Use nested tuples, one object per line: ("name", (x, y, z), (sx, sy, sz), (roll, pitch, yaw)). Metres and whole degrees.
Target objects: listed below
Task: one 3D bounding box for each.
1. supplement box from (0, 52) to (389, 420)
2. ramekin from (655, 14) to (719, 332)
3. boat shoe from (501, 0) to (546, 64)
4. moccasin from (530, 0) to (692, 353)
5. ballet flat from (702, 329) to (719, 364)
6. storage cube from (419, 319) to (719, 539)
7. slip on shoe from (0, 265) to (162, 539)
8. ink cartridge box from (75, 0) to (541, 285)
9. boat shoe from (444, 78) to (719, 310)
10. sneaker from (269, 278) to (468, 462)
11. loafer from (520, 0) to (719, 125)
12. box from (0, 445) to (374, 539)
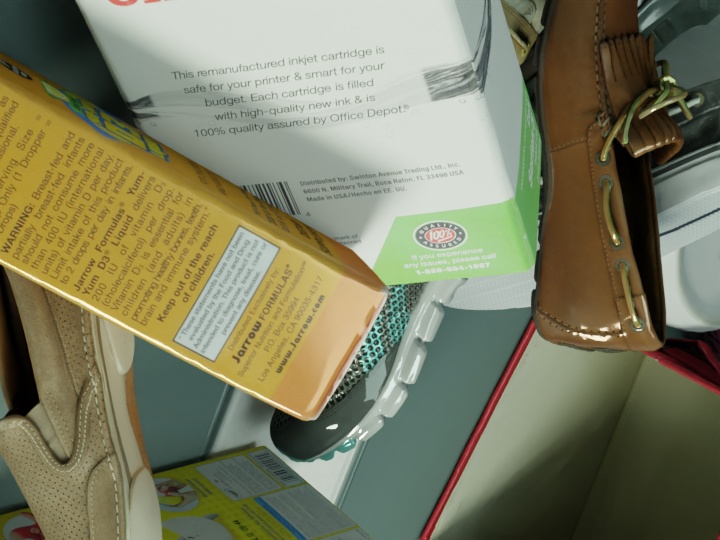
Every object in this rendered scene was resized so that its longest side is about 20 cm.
("supplement box", (-0.092, -0.019, 0.748), (0.200, 0.067, 0.069), (27, 97, -19))
("ramekin", (0.194, -0.058, 1.084), (0.202, 0.094, 0.203), (-27, 132, -34))
("boat shoe", (0.028, -0.131, 0.873), (0.200, 0.074, 0.067), (6, 104, -49))
("moccasin", (0.123, -0.062, 0.904), (0.074, 0.078, 0.202), (12, 81, -62))
("ballet flat", (0.270, 0.062, 1.276), (0.071, 0.069, 0.200), (-48, 145, 19))
("storage cube", (0.178, 0.140, 1.134), (0.180, 0.171, 0.200), (21, 99, -51))
("slip on shoe", (-0.125, 0.068, 0.794), (0.060, 0.076, 0.200), (0, 85, -31))
("ink cartridge box", (-0.016, -0.087, 0.786), (0.200, 0.145, 0.084), (69, 22, -45))
("boat shoe", (0.121, -0.037, 0.991), (0.200, 0.071, 0.072), (-22, 153, 28))
("sneaker", (0.000, 0.000, 0.946), (0.091, 0.078, 0.200), (28, 99, -26))
("loafer", (0.125, -0.131, 0.991), (0.200, 0.063, 0.072), (-37, 155, 2))
("box", (-0.089, 0.148, 0.896), (0.200, 0.117, 0.048), (-8, 124, -44))
